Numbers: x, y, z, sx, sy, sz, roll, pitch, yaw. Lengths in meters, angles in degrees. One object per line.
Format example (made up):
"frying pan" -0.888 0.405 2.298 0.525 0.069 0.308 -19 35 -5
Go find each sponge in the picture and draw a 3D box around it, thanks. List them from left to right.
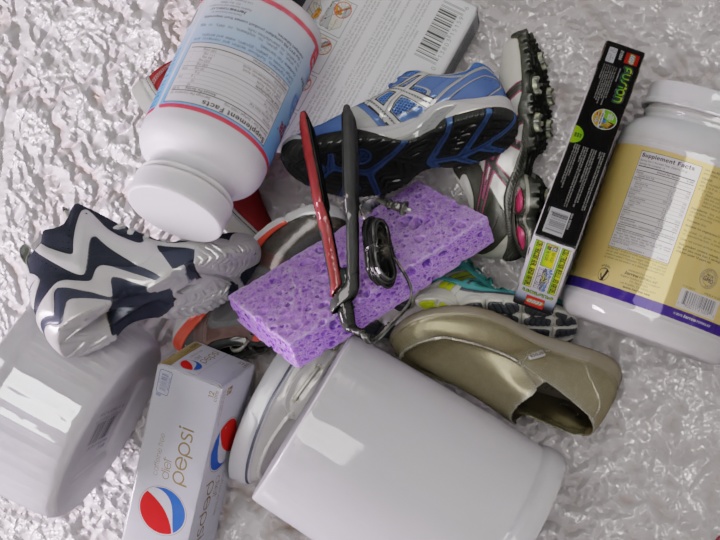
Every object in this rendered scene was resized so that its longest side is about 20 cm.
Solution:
"sponge" 0.000 0.000 1.305 0.200 0.030 0.112 -32 33 -16

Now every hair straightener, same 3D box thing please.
"hair straightener" 0.002 -0.039 1.241 0.077 0.041 0.200 -11 70 5

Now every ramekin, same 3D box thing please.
"ramekin" -0.257 0.116 1.369 0.098 0.200 0.201 28 92 7

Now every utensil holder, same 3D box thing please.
"utensil holder" 0.036 0.170 1.273 0.200 0.170 0.170 31 93 0

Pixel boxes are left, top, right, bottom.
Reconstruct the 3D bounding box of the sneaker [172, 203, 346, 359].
"sneaker" -0.075 0.028 1.381 0.200 0.077 0.082 -45 55 18

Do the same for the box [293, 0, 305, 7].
"box" -0.068 -0.337 1.369 0.160 0.044 0.200 42 106 37

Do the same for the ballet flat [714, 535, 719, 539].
"ballet flat" 0.289 0.306 1.273 0.076 0.064 0.200 15 88 16

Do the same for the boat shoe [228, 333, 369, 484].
"boat shoe" -0.045 0.104 1.379 0.066 0.072 0.200 28 81 16

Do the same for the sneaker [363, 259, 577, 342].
"sneaker" 0.089 0.019 1.347 0.200 0.078 0.080 12 50 2

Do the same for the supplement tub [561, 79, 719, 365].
"supplement tub" 0.259 -0.038 1.273 0.145 0.145 0.200 20 89 15

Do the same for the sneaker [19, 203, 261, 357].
"sneaker" -0.193 -0.017 1.322 0.199 0.080 0.130 -25 60 -21

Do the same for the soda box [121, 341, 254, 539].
"soda box" -0.151 0.167 1.365 0.064 0.068 0.200 21 111 15

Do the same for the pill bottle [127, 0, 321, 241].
"pill bottle" -0.114 -0.129 1.291 0.109 0.109 0.200 15 66 15

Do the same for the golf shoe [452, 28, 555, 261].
"golf shoe" 0.120 -0.108 1.355 0.088 0.077 0.200 0 84 21

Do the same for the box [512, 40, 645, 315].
"box" 0.176 -0.075 1.275 0.035 0.110 0.200 20 62 7

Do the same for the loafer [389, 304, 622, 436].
"loafer" 0.120 0.085 1.299 0.200 0.076 0.068 13 53 -6

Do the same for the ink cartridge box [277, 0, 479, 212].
"ink cartridge box" -0.017 -0.177 1.390 0.173 0.044 0.200 27 83 11

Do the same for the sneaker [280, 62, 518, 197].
"sneaker" 0.030 -0.119 1.326 0.200 0.076 0.077 -12 52 5

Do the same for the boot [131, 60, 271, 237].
"boot" -0.098 -0.126 1.416 0.144 0.072 0.200 -34 76 5
